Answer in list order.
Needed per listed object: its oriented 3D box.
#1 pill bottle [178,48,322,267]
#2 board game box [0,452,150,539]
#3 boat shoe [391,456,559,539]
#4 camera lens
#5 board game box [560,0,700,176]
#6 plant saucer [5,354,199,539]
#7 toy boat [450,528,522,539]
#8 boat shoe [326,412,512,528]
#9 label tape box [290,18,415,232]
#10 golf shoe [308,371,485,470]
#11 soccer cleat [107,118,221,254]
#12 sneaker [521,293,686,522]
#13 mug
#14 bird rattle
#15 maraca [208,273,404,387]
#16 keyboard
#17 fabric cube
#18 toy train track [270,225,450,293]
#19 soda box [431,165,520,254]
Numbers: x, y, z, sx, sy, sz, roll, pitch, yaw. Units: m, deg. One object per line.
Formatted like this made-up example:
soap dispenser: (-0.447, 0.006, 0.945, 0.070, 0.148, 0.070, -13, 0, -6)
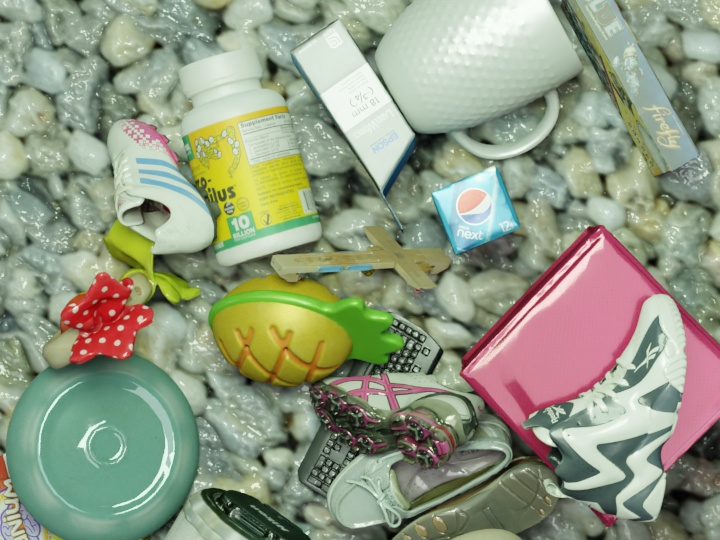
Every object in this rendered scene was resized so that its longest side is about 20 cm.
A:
pill bottle: (-0.116, -0.114, 1.649, 0.112, 0.113, 0.202, -16, 91, 4)
board game box: (-0.340, 0.260, 1.707, 0.199, 0.040, 0.154, -29, 89, 4)
boat shoe: (0.116, 0.250, 1.662, 0.199, 0.072, 0.076, -28, 99, 15)
camera lens: (-0.141, 0.331, 1.635, 0.159, 0.160, 0.201, 32, 93, 3)
board game box: (0.261, -0.189, 1.610, 0.034, 0.135, 0.201, -29, 90, 4)
plant saucer: (-0.258, 0.178, 1.667, 0.198, 0.036, 0.203, 3, 80, -16)
toy boat: (0.134, 0.350, 1.597, 0.130, 0.131, 0.201, -29, 124, 10)
boat shoe: (0.058, 0.206, 1.640, 0.200, 0.065, 0.075, -21, 104, 8)
label tape box: (0.012, -0.140, 1.624, 0.063, 0.144, 0.201, -33, 89, 2)
golf shoe: (0.036, 0.138, 1.634, 0.199, 0.092, 0.073, 13, 130, 41)
soccer cleat: (-0.217, -0.086, 1.630, 0.200, 0.086, 0.070, 45, 137, 38)
sneaker: (0.210, 0.116, 1.449, 0.128, 0.080, 0.202, 7, 102, -3)
mug: (0.122, -0.198, 1.627, 0.174, 0.148, 0.201, -29, 120, 9)
bird rattle: (-0.249, 0.048, 1.631, 0.163, 0.201, 0.113, -36, 107, 31)
maraca: (-0.056, 0.060, 1.638, 0.198, 0.137, 0.108, 0, 60, 18)
keyboard: (0.020, 0.151, 1.681, 0.103, 0.040, 0.202, 28, 94, 4)
fabric cube: (0.231, 0.094, 1.586, 0.196, 0.200, 0.199, -45, 88, 5)
toy train track: (0.000, 0.000, 1.634, 0.198, 0.115, 0.033, -2, 124, -33)
soda box: (0.110, -0.057, 1.590, 0.067, 0.200, 0.065, -23, 89, 4)
